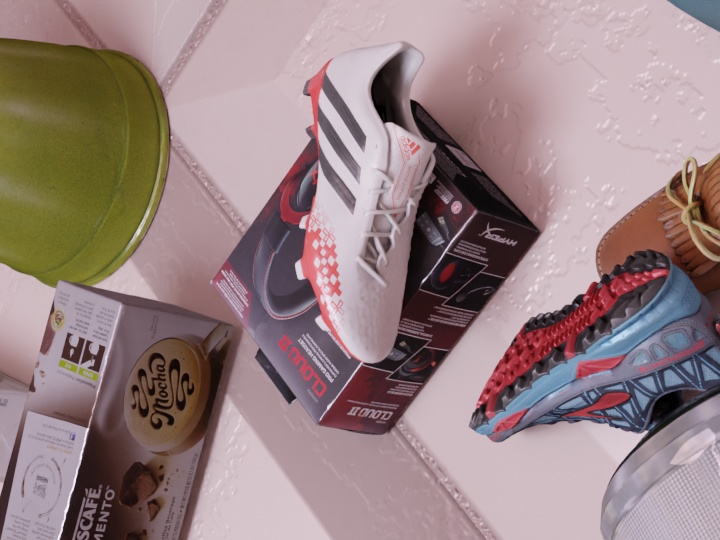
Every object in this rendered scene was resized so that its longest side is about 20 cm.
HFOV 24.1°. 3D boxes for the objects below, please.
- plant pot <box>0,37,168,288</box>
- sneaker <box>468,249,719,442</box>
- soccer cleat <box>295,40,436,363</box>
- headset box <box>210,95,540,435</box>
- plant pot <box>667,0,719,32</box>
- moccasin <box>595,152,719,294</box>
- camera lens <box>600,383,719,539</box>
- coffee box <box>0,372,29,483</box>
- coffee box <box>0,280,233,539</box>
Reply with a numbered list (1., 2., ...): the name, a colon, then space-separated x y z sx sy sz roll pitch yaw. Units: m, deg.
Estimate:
1. plant pot: -0.286 -0.100 1.311 0.200 0.192 0.202 -11 73 38
2. sneaker: 0.139 0.070 0.976 0.200 0.095 0.079 -38 15 54
3. soccer cleat: 0.009 -0.046 1.027 0.085 0.068 0.201 -19 65 40
4. headset box: 0.000 0.000 1.117 0.200 0.075 0.149 -53 53 19
5. plant pot: 0.224 -0.202 0.913 0.199 0.200 0.135 -16 107 38
6. moccasin: 0.214 -0.037 0.937 0.201 0.078 0.074 -21 67 36
7. camera lens: 0.223 0.159 0.830 0.160 0.160 0.201 -42 56 26
8. coffee box: -0.365 0.105 1.387 0.199 0.113 0.080 18 92 43
9. coffee box: -0.179 0.120 1.211 0.080 0.113 0.201 16 90 42
